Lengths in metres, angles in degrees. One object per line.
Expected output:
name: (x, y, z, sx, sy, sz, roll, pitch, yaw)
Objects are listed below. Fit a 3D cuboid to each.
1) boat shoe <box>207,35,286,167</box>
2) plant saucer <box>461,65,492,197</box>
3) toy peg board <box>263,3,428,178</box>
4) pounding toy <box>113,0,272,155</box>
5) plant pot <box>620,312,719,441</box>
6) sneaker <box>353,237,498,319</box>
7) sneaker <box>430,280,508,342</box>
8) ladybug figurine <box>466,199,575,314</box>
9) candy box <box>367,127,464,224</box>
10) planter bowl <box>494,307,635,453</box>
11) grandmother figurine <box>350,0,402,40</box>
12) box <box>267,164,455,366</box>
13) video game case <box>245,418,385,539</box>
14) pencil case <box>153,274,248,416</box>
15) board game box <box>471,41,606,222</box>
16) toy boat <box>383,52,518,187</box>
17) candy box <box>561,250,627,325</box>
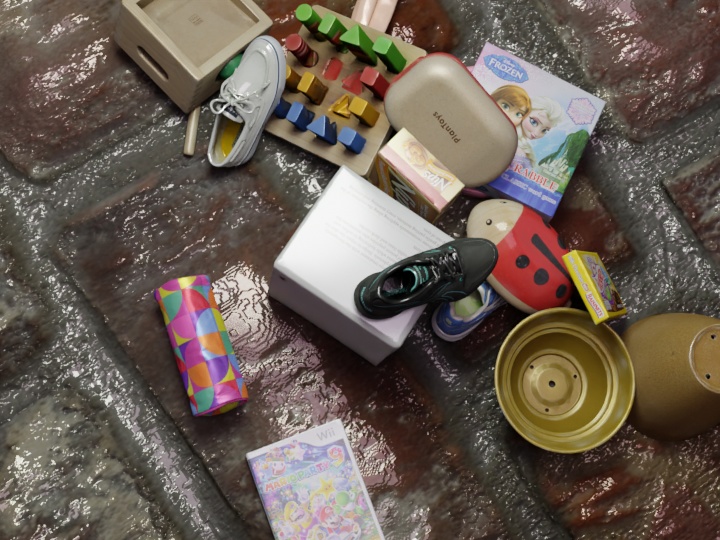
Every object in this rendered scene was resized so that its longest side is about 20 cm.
boat shoe: (-0.172, -0.231, 1.654, 0.074, 0.203, 0.086, 37, 31, 16)
plant saucer: (0.178, -0.202, 1.758, 0.199, 0.051, 0.202, 1, 77, -6)
toy peg board: (-0.042, -0.268, 1.674, 0.199, 0.098, 0.200, 27, 89, 22)
pounding toy: (-0.241, -0.313, 1.710, 0.200, 0.142, 0.184, 46, 63, 2)
plant pot: (0.463, 0.137, 1.638, 0.185, 0.200, 0.188, 1, 79, -6)
sneaker: (0.091, 0.010, 1.488, 0.199, 0.079, 0.076, -23, 85, -15)
sneaker: (0.186, 0.024, 1.696, 0.076, 0.077, 0.200, 42, 74, 6)
ladybug figurine: (0.235, -0.021, 1.657, 0.200, 0.072, 0.136, 43, 58, -16)
candy box: (0.070, -0.113, 1.650, 0.115, 0.200, 0.055, 43, 77, 4)
planter bowl: (0.279, 0.158, 1.671, 0.199, 0.083, 0.202, 1, 80, -6)
grandmother figurine: (0.000, -0.343, 1.765, 0.121, 0.061, 0.201, 10, 73, 25)
box: (0.000, 0.000, 1.619, 0.199, 0.200, 0.172, 33, 75, 0)
video game case: (-0.059, 0.324, 1.635, 0.143, 0.018, 0.201, -20, 80, -9)
pencil case: (-0.221, 0.103, 1.636, 0.088, 0.088, 0.201, -18, 78, -9)
board game box: (0.226, -0.200, 1.715, 0.199, 0.041, 0.200, 26, 76, 1)
toy boat: (0.130, -0.213, 1.633, 0.130, 0.131, 0.200, -36, 106, 26)
candy box: (0.329, 0.022, 1.655, 0.026, 0.200, 0.103, -30, 81, 17)
